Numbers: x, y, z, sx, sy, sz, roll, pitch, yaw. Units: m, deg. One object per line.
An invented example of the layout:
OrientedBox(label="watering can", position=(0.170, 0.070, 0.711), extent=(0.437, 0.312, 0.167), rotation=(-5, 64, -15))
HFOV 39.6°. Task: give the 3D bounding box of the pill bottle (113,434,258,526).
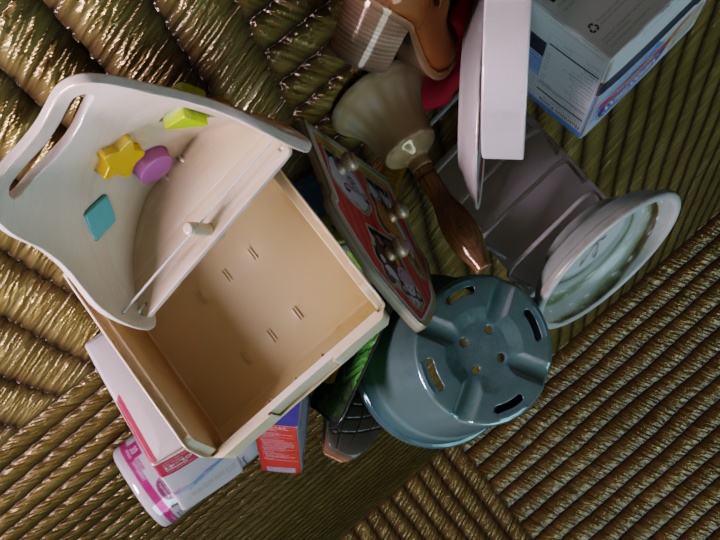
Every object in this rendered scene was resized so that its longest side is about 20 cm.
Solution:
OrientedBox(label="pill bottle", position=(-0.192, 0.206, 1.223), extent=(0.199, 0.114, 0.114), rotation=(-37, 161, -12))

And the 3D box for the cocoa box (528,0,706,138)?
OrientedBox(label="cocoa box", position=(0.238, -0.259, 0.971), extent=(0.200, 0.133, 0.132), rotation=(-43, 163, -18))

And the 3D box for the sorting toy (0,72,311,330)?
OrientedBox(label="sorting toy", position=(-0.167, -0.070, 0.710), extent=(0.200, 0.107, 0.179), rotation=(-46, 153, 16))

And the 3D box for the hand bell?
OrientedBox(label="hand bell", position=(0.063, -0.085, 0.927), extent=(0.103, 0.202, 0.104), rotation=(-27, 161, -10))

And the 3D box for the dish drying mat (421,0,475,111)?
OrientedBox(label="dish drying mat", position=(0.102, -0.234, 0.974), extent=(0.076, 0.018, 0.201), rotation=(-24, 155, -41))

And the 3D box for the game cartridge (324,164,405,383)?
OrientedBox(label="game cartridge", position=(0.000, 0.000, 1.107), extent=(0.177, 0.032, 0.203), rotation=(110, 1, -56))

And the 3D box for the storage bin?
OrientedBox(label="storage bin", position=(-0.108, 0.022, 0.855), extent=(0.199, 0.199, 0.094), rotation=(-40, 165, 1))

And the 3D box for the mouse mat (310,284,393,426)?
OrientedBox(label="mouse mat", position=(-0.010, 0.089, 1.129), extent=(0.163, 0.007, 0.200), rotation=(-65, -169, -6))

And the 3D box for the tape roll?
OrientedBox(label="tape roll", position=(0.119, -0.192, 0.808), extent=(0.036, 0.207, 0.203), rotation=(3, 163, 9))

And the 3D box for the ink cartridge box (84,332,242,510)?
OrientedBox(label="ink cartridge box", position=(-0.197, 0.147, 1.031), extent=(0.085, 0.148, 0.201), rotation=(-31, 159, -16))

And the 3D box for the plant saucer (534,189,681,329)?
OrientedBox(label="plant saucer", position=(0.252, -0.023, 1.069), extent=(0.198, 0.050, 0.201), rotation=(-32, 154, -18))

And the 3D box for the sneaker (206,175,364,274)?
OrientedBox(label="sneaker", position=(-0.079, -0.036, 0.987), extent=(0.195, 0.107, 0.076), rotation=(-2, 141, -11))

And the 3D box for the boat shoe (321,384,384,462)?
OrientedBox(label="boat shoe", position=(-0.005, 0.136, 1.200), extent=(0.074, 0.075, 0.203), rotation=(-38, -152, 52))

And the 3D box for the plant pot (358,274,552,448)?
OrientedBox(label="plant pot", position=(0.104, 0.091, 1.080), extent=(0.199, 0.202, 0.196), rotation=(-35, 179, -13))

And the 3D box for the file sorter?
OrientedBox(label="file sorter", position=(0.164, -0.099, 1.116), extent=(0.139, 0.201, 0.124), rotation=(-44, 156, 12))

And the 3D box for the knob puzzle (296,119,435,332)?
OrientedBox(label="knob puzzle", position=(0.026, -0.036, 0.939), extent=(0.030, 0.223, 0.219), rotation=(-31, 164, 17))

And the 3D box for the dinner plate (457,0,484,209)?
OrientedBox(label="dinner plate", position=(0.104, -0.158, 0.907), extent=(0.024, 0.205, 0.201), rotation=(2, 162, 8))

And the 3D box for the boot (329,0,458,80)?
OrientedBox(label="boot", position=(0.057, -0.243, 0.811), extent=(0.199, 0.076, 0.157), rotation=(-13, 136, -57))

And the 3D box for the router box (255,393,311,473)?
OrientedBox(label="router box", position=(-0.079, 0.103, 1.119), extent=(0.048, 0.204, 0.180), rotation=(5, 154, 1))
